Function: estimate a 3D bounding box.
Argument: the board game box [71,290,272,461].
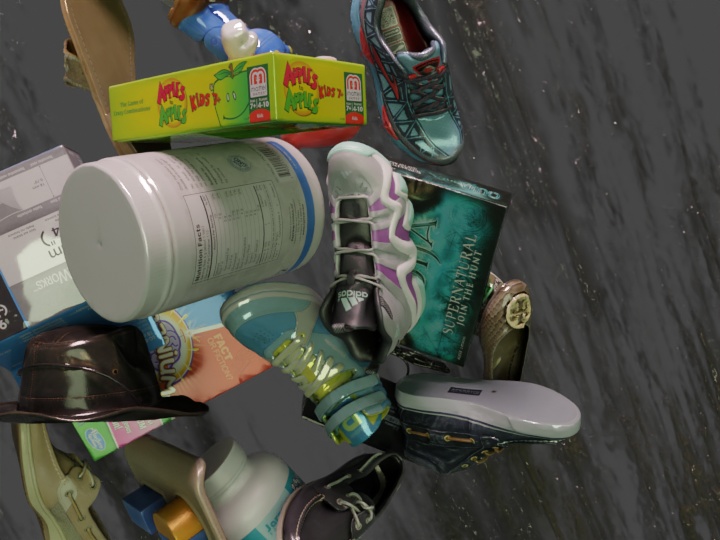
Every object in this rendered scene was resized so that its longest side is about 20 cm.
[{"bbox_3d":[-0.210,0.074,0.771,0.199,0.040,0.154,-28,104,-8],"label":"board game box"}]

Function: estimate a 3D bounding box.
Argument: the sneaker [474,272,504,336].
[{"bbox_3d":[0.104,0.014,0.815,0.199,0.089,0.077,37,89,-17],"label":"sneaker"}]

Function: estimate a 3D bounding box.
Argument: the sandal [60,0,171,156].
[{"bbox_3d":[-0.245,-0.177,0.706,0.069,0.077,0.213,-25,84,29],"label":"sandal"}]

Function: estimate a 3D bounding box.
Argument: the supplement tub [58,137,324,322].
[{"bbox_3d":[-0.139,-0.042,0.667,0.199,0.131,0.133,-19,106,-47],"label":"supplement tub"}]

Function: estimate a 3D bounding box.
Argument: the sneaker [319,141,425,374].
[{"bbox_3d":[0.000,0.000,0.675,0.077,0.140,0.201,-5,120,28],"label":"sneaker"}]

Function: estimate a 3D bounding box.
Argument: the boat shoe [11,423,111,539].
[{"bbox_3d":[-0.289,0.209,0.749,0.064,0.072,0.202,-17,120,-23],"label":"boat shoe"}]

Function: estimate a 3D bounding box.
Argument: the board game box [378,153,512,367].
[{"bbox_3d":[0.060,-0.005,0.755,0.134,0.028,0.201,18,129,13],"label":"board game box"}]

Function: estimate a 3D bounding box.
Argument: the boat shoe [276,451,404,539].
[{"bbox_3d":[-0.014,0.231,0.770,0.062,0.200,0.073,-32,85,27],"label":"boat shoe"}]

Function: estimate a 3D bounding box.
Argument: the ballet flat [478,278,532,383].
[{"bbox_3d":[0.156,0.105,0.825,0.067,0.046,0.202,-8,119,-28],"label":"ballet flat"}]

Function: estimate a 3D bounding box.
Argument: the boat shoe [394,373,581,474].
[{"bbox_3d":[0.131,0.166,0.798,0.071,0.199,0.092,-33,122,-52],"label":"boat shoe"}]

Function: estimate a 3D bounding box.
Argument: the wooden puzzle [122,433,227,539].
[{"bbox_3d":[-0.171,0.266,0.739,0.046,0.185,0.202,-24,103,-33],"label":"wooden puzzle"}]

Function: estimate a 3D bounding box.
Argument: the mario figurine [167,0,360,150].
[{"bbox_3d":[-0.073,-0.202,0.720,0.200,0.106,0.124,41,61,-7],"label":"mario figurine"}]

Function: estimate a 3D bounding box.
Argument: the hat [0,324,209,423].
[{"bbox_3d":[-0.230,0.086,0.660,0.198,0.201,0.082,0,83,-14],"label":"hat"}]

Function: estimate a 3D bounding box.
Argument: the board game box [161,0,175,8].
[{"bbox_3d":[-0.184,-0.368,0.695,0.147,0.064,0.201,28,92,-16],"label":"board game box"}]

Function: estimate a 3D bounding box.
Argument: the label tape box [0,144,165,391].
[{"bbox_3d":[-0.284,0.010,0.693,0.143,0.063,0.202,-25,95,-8],"label":"label tape box"}]

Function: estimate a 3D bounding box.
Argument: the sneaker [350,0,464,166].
[{"bbox_3d":[0.050,-0.193,0.764,0.079,0.096,0.201,-30,105,-7],"label":"sneaker"}]

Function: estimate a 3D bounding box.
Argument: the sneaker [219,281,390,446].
[{"bbox_3d":[-0.039,0.093,0.713,0.079,0.131,0.199,-40,139,22],"label":"sneaker"}]

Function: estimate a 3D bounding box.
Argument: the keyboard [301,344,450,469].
[{"bbox_3d":[0.040,0.139,0.856,0.199,0.021,0.128,25,95,-17],"label":"keyboard"}]

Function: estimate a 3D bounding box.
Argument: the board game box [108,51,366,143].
[{"bbox_3d":[-0.103,-0.134,0.620,0.101,0.199,0.048,-11,101,-50],"label":"board game box"}]

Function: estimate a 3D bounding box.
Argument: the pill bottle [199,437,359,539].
[{"bbox_3d":[-0.091,0.266,0.796,0.111,0.111,0.200,-42,106,-4],"label":"pill bottle"}]
